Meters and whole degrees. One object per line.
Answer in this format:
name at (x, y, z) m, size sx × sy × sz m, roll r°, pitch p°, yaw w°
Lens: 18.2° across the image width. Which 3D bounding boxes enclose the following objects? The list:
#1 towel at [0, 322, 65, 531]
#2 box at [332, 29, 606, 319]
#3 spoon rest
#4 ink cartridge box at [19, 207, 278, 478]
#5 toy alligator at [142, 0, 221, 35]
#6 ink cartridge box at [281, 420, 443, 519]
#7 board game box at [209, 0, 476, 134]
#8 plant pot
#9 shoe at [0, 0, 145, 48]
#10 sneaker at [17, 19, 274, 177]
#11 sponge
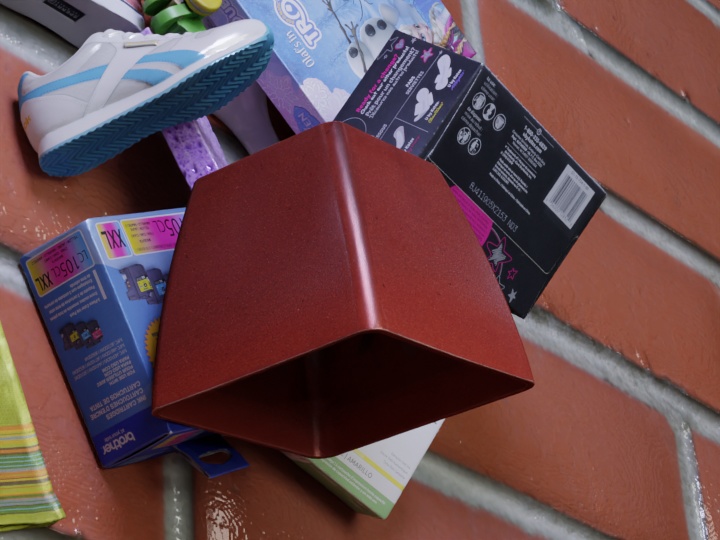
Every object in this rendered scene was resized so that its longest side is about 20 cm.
towel at (-0.261, 0.081, 1.527) m, size 0.086 × 0.018 × 0.200 m, roll 1°, pitch 66°, yaw -54°
box at (0.079, -0.076, 1.786) m, size 0.132 × 0.115 × 0.200 m, roll -56°, pitch 134°, yaw -7°
spoon rest at (-0.102, -0.154, 1.870) m, size 0.099 × 0.061 × 0.200 m, roll -31°, pitch 94°, yaw -19°
ink cartridge box at (-0.146, 0.061, 1.646) m, size 0.136 × 0.076 × 0.200 m, roll -11°, pitch 77°, yaw -56°
toy alligator at (-0.156, -0.247, 1.786) m, size 0.054 × 0.059 × 0.200 m, roll 8°, pitch 59°, yaw -39°
ink cartridge box at (0.010, 0.075, 1.790) m, size 0.145 × 0.048 × 0.200 m, roll 41°, pitch 71°, yaw -27°
board game box at (-0.021, -0.211, 1.879) m, size 0.200 × 0.043 × 0.199 m, roll 53°, pitch 49°, yaw -7°
plant pot at (-0.020, 0.009, 1.598) m, size 0.200 × 0.200 × 0.177 m, roll 20°, pitch 56°, yaw -51°
shoe at (-0.243, -0.248, 1.748) m, size 0.200 × 0.071 × 0.091 m, roll 34°, pitch 41°, yaw -44°
sneaker at (-0.161, -0.148, 1.683) m, size 0.077 × 0.200 × 0.081 m, roll 82°, pitch -17°, yaw -68°
sponge at (-0.122, -0.085, 1.756) m, size 0.200 × 0.030 × 0.112 m, roll 63°, pitch 3°, yaw 20°
